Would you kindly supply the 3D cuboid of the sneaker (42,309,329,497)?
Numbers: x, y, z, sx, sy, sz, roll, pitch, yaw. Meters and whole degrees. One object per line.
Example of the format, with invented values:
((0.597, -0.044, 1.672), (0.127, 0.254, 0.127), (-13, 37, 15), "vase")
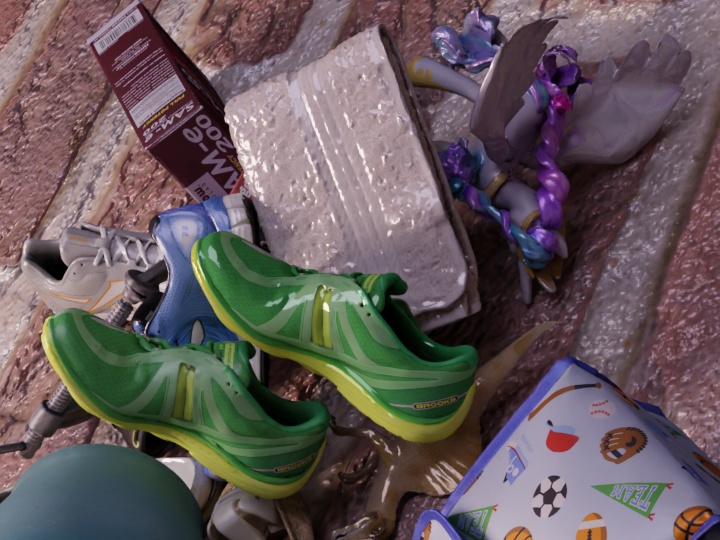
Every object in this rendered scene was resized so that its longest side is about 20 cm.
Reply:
((-0.108, 0.069, 1.219), (0.084, 0.200, 0.074), (-55, 19, 21), "sneaker")

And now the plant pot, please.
((-0.174, 0.216, 1.212), (0.200, 0.200, 0.188), (-27, 25, 18), "plant pot")

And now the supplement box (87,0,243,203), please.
((-0.149, -0.130, 1.567), (0.061, 0.109, 0.200), (-38, 39, 5), "supplement box")

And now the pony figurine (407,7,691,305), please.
((0.109, -0.099, 1.311), (0.200, 0.166, 0.193), (48, 122, 48), "pony figurine")

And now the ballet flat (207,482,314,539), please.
((-0.063, 0.184, 1.233), (0.071, 0.065, 0.200), (-40, 38, 6), "ballet flat")

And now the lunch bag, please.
((0.117, 0.177, 1.050), (0.200, 0.124, 0.170), (-51, 37, 10), "lunch bag")

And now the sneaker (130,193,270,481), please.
((-0.108, 0.047, 1.298), (0.089, 0.200, 0.079), (-3, 15, 2), "sneaker")

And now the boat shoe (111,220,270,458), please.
((-0.114, 0.050, 1.368), (0.061, 0.072, 0.201), (51, 119, 30), "boat shoe")

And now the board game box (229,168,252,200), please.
((-0.059, -0.090, 1.409), (0.103, 0.019, 0.200), (-60, 0, 2), "board game box")

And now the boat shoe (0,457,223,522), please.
((-0.193, 0.172, 1.352), (0.200, 0.068, 0.075), (-23, 42, 23), "boat shoe")

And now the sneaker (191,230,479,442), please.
((-0.012, 0.026, 1.193), (0.084, 0.200, 0.074), (-61, -5, 23), "sneaker")

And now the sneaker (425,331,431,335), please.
((0.000, 0.000, 1.365), (0.100, 0.075, 0.200), (-37, 40, -18), "sneaker")

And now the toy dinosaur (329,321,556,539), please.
((0.047, 0.097, 1.247), (0.200, 0.058, 0.101), (-50, 53, 1), "toy dinosaur")

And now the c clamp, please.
((-0.182, 0.060, 1.386), (0.027, 0.171, 0.200), (41, 102, 15), "c clamp")

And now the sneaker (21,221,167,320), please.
((-0.184, -0.002, 1.490), (0.200, 0.092, 0.076), (-13, 47, 32), "sneaker")

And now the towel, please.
((-0.007, -0.044, 1.244), (0.132, 0.034, 0.200), (-24, 81, 24), "towel")
